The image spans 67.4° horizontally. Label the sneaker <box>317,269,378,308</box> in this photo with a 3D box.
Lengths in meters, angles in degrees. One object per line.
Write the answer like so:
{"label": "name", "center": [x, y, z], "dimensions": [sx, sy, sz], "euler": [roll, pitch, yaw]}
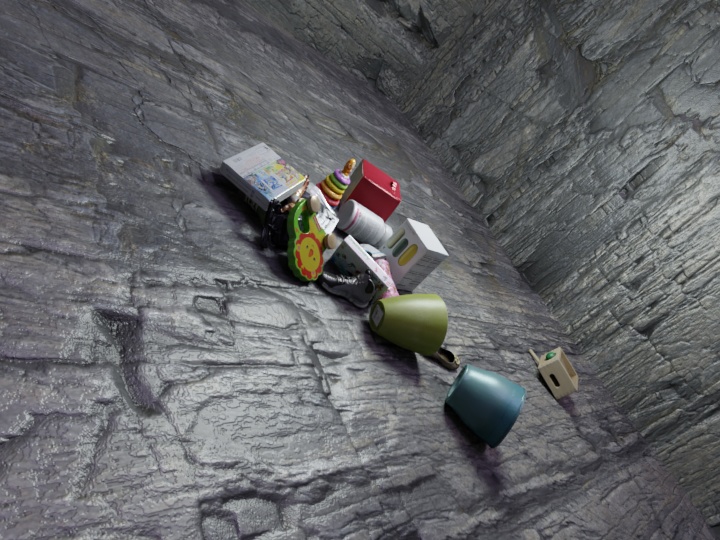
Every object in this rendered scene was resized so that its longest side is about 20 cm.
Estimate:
{"label": "sneaker", "center": [-0.027, 0.026, 1.609], "dimensions": [0.198, 0.115, 0.076], "euler": [29, 28, -32]}

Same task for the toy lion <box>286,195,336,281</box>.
{"label": "toy lion", "center": [-0.153, -0.081, 1.531], "dimensions": [0.193, 0.067, 0.203], "euler": [-55, 131, -46]}

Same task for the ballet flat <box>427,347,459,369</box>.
{"label": "ballet flat", "center": [0.269, 0.274, 1.787], "dimensions": [0.198, 0.046, 0.068], "euler": [30, 29, -32]}

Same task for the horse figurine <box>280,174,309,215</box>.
{"label": "horse figurine", "center": [-0.223, -0.213, 1.656], "dimensions": [0.130, 0.050, 0.204], "euler": [9, 61, -22]}

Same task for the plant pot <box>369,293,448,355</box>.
{"label": "plant pot", "center": [0.130, 0.152, 1.632], "dimensions": [0.196, 0.189, 0.189], "euler": [11, 39, -28]}

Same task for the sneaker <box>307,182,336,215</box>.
{"label": "sneaker", "center": [-0.165, -0.225, 1.829], "dimensions": [0.200, 0.076, 0.080], "euler": [46, 34, 3]}

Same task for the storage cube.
{"label": "storage cube", "center": [0.035, -0.289, 2.093], "dimensions": [0.178, 0.201, 0.172], "euler": [29, 29, -18]}

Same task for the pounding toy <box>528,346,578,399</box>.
{"label": "pounding toy", "center": [0.848, 0.437, 2.392], "dimensions": [0.202, 0.141, 0.184], "euler": [58, 26, 3]}

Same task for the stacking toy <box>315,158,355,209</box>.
{"label": "stacking toy", "center": [-0.080, -0.323, 1.949], "dimensions": [0.110, 0.200, 0.116], "euler": [46, 24, 5]}

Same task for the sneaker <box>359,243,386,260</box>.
{"label": "sneaker", "center": [0.008, -0.055, 1.861], "dimensions": [0.087, 0.076, 0.199], "euler": [44, 17, 23]}

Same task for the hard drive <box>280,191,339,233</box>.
{"label": "hard drive", "center": [-0.173, -0.182, 1.733], "dimensions": [0.199, 0.042, 0.136], "euler": [38, 45, -9]}

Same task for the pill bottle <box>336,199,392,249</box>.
{"label": "pill bottle", "center": [0.016, -0.160, 1.962], "dimensions": [0.198, 0.113, 0.115], "euler": [29, 29, -32]}

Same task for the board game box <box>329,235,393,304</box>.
{"label": "board game box", "center": [0.000, 0.000, 1.682], "dimensions": [0.200, 0.126, 0.035], "euler": [47, 53, 2]}

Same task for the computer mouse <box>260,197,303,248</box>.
{"label": "computer mouse", "center": [-0.220, -0.124, 1.558], "dimensions": [0.052, 0.142, 0.199], "euler": [16, 2, 31]}

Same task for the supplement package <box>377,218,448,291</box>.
{"label": "supplement package", "center": [0.179, -0.053, 1.954], "dimensions": [0.149, 0.200, 0.153], "euler": [10, 41, -51]}

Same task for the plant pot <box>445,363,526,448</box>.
{"label": "plant pot", "center": [0.362, 0.388, 1.614], "dimensions": [0.186, 0.203, 0.200], "euler": [31, 23, 8]}

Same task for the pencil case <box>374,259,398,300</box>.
{"label": "pencil case", "center": [0.082, 0.056, 1.782], "dimensions": [0.084, 0.084, 0.202], "euler": [-10, 45, -8]}

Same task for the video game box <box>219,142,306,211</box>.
{"label": "video game box", "center": [-0.282, -0.279, 1.585], "dimensions": [0.181, 0.047, 0.200], "euler": [38, 39, 6]}

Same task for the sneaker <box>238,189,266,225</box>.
{"label": "sneaker", "center": [-0.317, -0.212, 1.583], "dimensions": [0.088, 0.067, 0.203], "euler": [7, 47, -35]}
